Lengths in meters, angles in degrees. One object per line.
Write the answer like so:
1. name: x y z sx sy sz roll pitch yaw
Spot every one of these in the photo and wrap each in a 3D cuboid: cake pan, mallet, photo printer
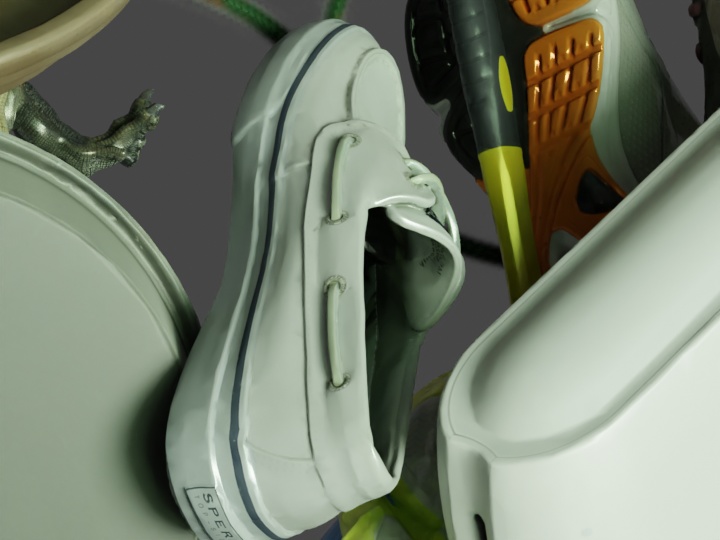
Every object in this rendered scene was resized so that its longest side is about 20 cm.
1. cake pan: -0.131 0.057 0.754 0.199 0.037 0.201 -2 98 -16
2. mallet: 0.050 -0.028 0.845 0.066 0.041 0.201 13 66 -52
3. photo printer: 0.110 0.045 0.788 0.200 0.069 0.167 -42 133 -20

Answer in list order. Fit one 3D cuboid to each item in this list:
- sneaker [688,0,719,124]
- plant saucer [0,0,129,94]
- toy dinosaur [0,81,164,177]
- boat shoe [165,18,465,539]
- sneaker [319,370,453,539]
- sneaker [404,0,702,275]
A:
1. sneaker: 0.122 -0.106 0.875 0.076 0.115 0.201 21 83 -46
2. plant saucer: -0.148 -0.098 0.716 0.199 0.200 0.030 -18 138 -28
3. toy dinosaur: -0.108 -0.032 0.796 0.088 0.047 0.201 22 82 -20
4. boat shoe: 0.000 0.000 0.793 0.201 0.066 0.074 -79 150 -42
5. sneaker: -0.004 0.104 0.838 0.076 0.105 0.200 53 36 -12
6. sneaker: 0.080 -0.042 0.895 0.092 0.075 0.201 -13 86 -55
